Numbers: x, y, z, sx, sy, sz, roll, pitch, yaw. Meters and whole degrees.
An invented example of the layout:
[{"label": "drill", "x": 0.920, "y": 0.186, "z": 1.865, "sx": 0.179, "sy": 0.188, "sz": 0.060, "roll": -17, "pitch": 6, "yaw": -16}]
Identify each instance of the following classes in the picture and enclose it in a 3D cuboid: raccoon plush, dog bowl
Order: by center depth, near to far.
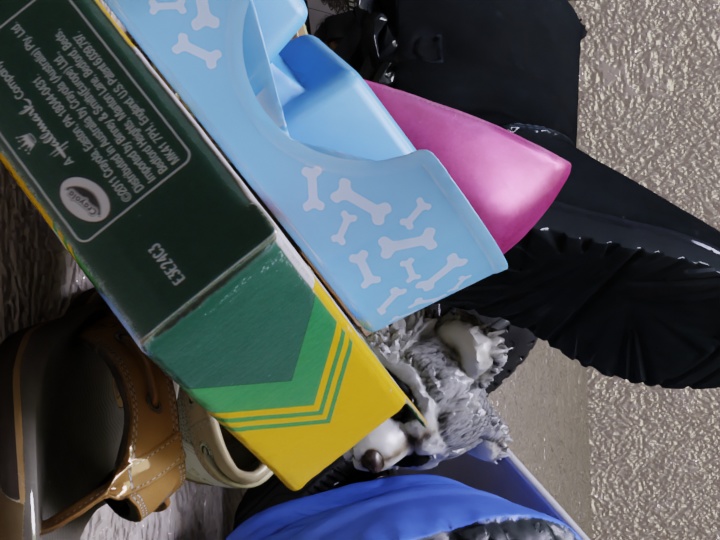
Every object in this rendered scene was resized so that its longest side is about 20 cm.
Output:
[{"label": "dog bowl", "x": -0.032, "y": -0.063, "z": 0.726, "sx": 0.200, "sy": 0.050, "sz": 0.111, "roll": 52, "pitch": -1, "yaw": -21}, {"label": "raccoon plush", "x": 0.000, "y": 0.000, "z": 0.980, "sx": 0.097, "sy": 0.134, "sz": 0.200, "roll": 72, "pitch": 20, "yaw": -59}]

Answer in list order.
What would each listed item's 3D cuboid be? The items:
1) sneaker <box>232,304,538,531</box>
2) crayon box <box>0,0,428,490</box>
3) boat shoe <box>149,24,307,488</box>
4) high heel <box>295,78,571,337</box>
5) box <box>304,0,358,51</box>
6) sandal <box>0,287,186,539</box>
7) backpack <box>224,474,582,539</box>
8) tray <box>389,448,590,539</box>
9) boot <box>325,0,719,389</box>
[{"label": "sneaker", "x": 0.002, "y": 0.032, "z": 1.051, "sx": 0.104, "sy": 0.200, "sz": 0.060, "roll": 50, "pitch": 5, "yaw": 29}, {"label": "crayon box", "x": -0.053, "y": -0.007, "z": 0.727, "sx": 0.126, "sy": 0.052, "sz": 0.200, "roll": 51, "pitch": -1, "yaw": 23}, {"label": "boat shoe", "x": -0.045, "y": -0.019, "z": 0.883, "sx": 0.063, "sy": 0.073, "sz": 0.201, "roll": 173, "pitch": -76, "yaw": -70}, {"label": "high heel", "x": -0.016, "y": -0.080, "z": 0.819, "sx": 0.200, "sy": 0.096, "sz": 0.067, "roll": 53, "pitch": -2, "yaw": -4}, {"label": "box", "x": 0.005, "y": -0.100, "z": 1.056, "sx": 0.200, "sy": 0.050, "sz": 0.075, "roll": 8, "pitch": 73, "yaw": -58}, {"label": "sandal", "x": -0.079, "y": 0.053, "z": 0.764, "sx": 0.200, "sy": 0.054, "sz": 0.082, "roll": -51, "pitch": 139, "yaw": -75}, {"label": "backpack", "x": 0.009, "y": 0.183, "z": 0.940, "sx": 0.168, "sy": 0.162, "sz": 0.200, "roll": 18, "pitch": -60, "yaw": 58}, {"label": "tray", "x": 0.082, "y": 0.144, "z": 0.985, "sx": 0.022, "sy": 0.200, "sz": 0.107, "roll": -17, "pitch": 144, "yaw": -38}, {"label": "boot", "x": 0.076, "y": -0.049, "z": 0.948, "sx": 0.163, "sy": 0.198, "sz": 0.073, "roll": -90, "pitch": -155, "yaw": -43}]
